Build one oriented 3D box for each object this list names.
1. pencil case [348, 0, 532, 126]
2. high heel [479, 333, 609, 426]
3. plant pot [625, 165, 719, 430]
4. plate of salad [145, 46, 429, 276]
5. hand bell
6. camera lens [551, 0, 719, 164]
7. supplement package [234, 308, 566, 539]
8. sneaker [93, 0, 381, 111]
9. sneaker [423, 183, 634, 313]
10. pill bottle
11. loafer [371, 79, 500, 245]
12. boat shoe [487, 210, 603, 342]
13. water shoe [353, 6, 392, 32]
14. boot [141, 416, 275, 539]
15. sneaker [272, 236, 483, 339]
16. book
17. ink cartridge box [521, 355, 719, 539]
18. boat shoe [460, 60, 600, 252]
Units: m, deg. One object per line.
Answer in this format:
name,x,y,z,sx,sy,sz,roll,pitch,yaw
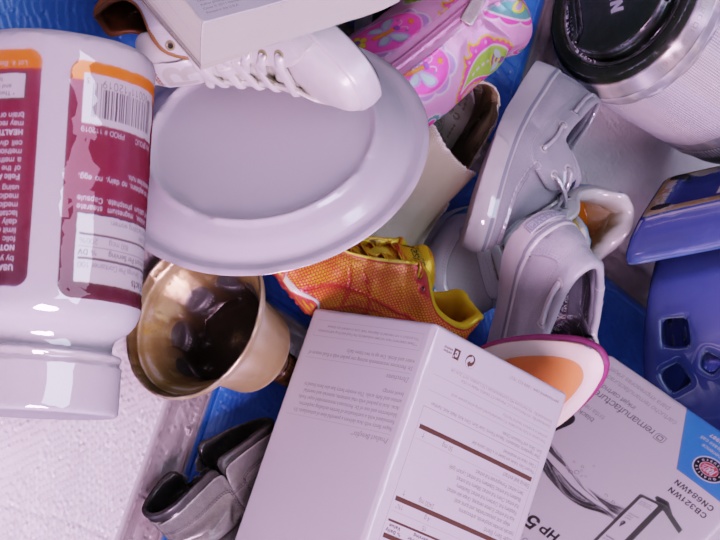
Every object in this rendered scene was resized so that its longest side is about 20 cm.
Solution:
pencil case,0.027,-0.133,1.131,0.199,0.087,0.088,-39,112,-20
high heel,0.101,0.075,1.131,0.096,0.199,0.068,-30,87,-48
plant pot,0.313,0.012,1.305,0.200,0.198,0.182,-39,115,-66
plate of salad,-0.056,-0.067,1.023,0.201,0.198,0.048,-56,153,-31
hand bell,-0.047,0.062,1.086,0.200,0.103,0.105,33,63,-49
camera lens,0.260,-0.182,1.337,0.199,0.159,0.162,23,70,-40
supplement package,0.016,0.141,1.006,0.119,0.121,0.202,28,77,-36
sneaker,-0.077,-0.127,1.007,0.085,0.199,0.073,-51,148,-14
sneaker,0.119,-0.020,1.241,0.199,0.080,0.077,-28,106,-40
pill bottle,-0.174,-0.021,0.939,0.113,0.113,0.203,11,79,-42
loafer,0.036,-0.069,1.175,0.076,0.068,0.201,44,58,-31
boat shoe,0.137,0.050,1.190,0.071,0.069,0.202,-19,137,-26
water shoe,0.016,-0.253,1.178,0.071,0.079,0.202,-12,119,-40
boot,-0.039,0.149,1.079,0.199,0.067,0.132,-31,109,-39
sneaker,0.000,0.000,1.088,0.077,0.073,0.199,-49,135,12
book,-0.083,-0.205,0.980,0.132,0.200,0.048,-21,142,-27
ink cartridge box,0.150,0.174,1.108,0.199,0.145,0.085,-38,146,-26
boat shoe,0.125,-0.075,1.215,0.200,0.068,0.073,-59,169,-53
